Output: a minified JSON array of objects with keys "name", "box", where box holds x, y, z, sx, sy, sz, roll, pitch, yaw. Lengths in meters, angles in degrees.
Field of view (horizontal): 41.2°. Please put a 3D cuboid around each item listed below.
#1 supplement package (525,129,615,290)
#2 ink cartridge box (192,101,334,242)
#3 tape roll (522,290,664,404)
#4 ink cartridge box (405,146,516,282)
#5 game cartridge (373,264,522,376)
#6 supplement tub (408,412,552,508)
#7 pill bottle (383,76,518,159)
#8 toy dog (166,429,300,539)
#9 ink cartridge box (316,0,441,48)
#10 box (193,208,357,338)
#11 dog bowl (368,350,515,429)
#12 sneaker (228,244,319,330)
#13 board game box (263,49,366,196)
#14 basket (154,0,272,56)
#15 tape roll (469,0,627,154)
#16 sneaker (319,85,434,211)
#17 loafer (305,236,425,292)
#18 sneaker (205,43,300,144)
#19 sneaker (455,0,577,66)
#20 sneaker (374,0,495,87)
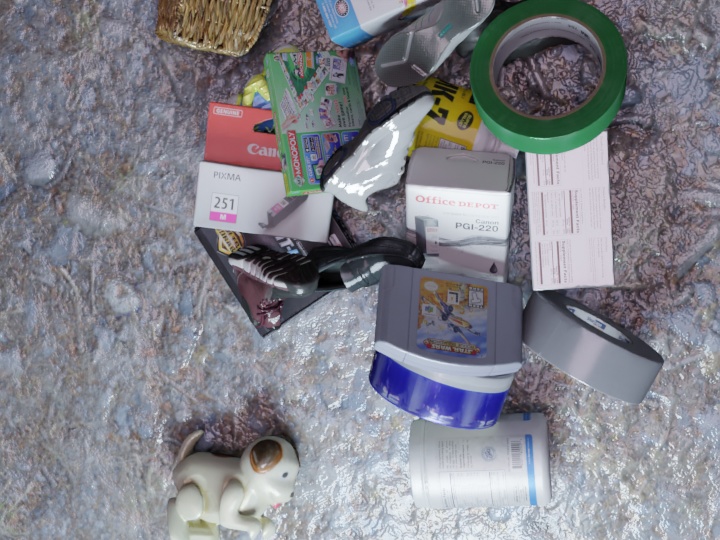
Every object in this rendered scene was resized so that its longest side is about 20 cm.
[{"name":"supplement package","box":[0.286,-0.087,1.308,0.109,0.156,0.204,-2,98,13]},{"name":"ink cartridge box","box":[-0.132,-0.140,1.373,0.196,0.044,0.177,7,99,-4]},{"name":"tape roll","box":[0.310,0.100,1.308,0.198,0.200,0.067,29,101,5]},{"name":"ink cartridge box","box":[0.137,-0.063,1.328,0.143,0.086,0.202,5,133,10]},{"name":"game cartridge","box":[0.118,0.069,1.261,0.196,0.042,0.135,9,56,-6]},{"name":"supplement tub","box":[0.176,0.277,1.395,0.196,0.132,0.135,-4,97,12]},{"name":"pill bottle","box":[0.129,-0.200,1.344,0.197,0.114,0.116,19,101,7]},{"name":"toy dog","box":[-0.183,0.329,1.483,0.197,0.140,0.196,-23,57,14]},{"name":"ink cartridge box","box":[0.036,-0.417,1.313,0.197,0.146,0.149,-21,94,12]},{"name":"box","box":[-0.119,-0.034,1.449,0.197,0.050,0.202,-32,92,14]},{"name":"dog bowl","box":[0.113,0.143,1.352,0.197,0.200,0.080,19,103,7]},{"name":"sneaker","box":[-0.115,0.037,1.367,0.075,0.199,0.118,-19,113,-29]},{"name":"board game box","box":[-0.056,-0.211,1.357,0.132,0.029,0.204,-7,81,-20]},{"name":"basket","box":[-0.209,-0.422,1.402,0.140,0.149,0.204,6,101,-24]},{"name":"tape roll","box":[0.240,-0.251,1.228,0.197,0.048,0.204,-5,70,13]},{"name":"sneaker","box":[0.032,-0.165,1.292,0.087,0.075,0.200,35,116,-23]},{"name":"loafer","box":[0.000,0.000,1.340,0.198,0.071,0.068,-6,135,35]},{"name":"sneaker","box":[-0.138,-0.230,1.409,0.105,0.076,0.200,42,102,2]},{"name":"sneaker","box":[0.222,-0.330,1.335,0.196,0.076,0.092,7,126,1]},{"name":"sneaker","box":[0.105,-0.313,1.269,0.199,0.080,0.071,-34,97,28]}]
